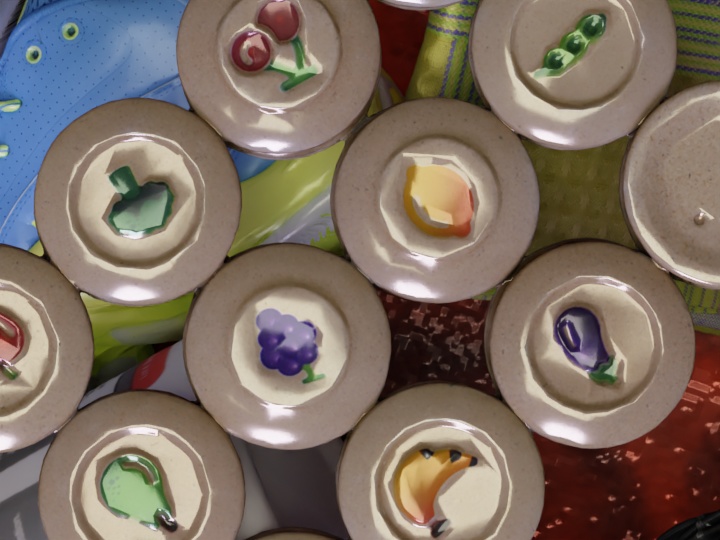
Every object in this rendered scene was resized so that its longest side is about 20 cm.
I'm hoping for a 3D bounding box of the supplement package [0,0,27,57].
[{"bbox_3d":[-0.139,-0.095,0.755,0.111,0.156,0.200,29,104,-1],"label":"supplement package"}]

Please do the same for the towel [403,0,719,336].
[{"bbox_3d":[0.084,-0.077,0.771,0.143,0.023,0.200,7,107,-26],"label":"towel"}]

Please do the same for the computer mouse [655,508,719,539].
[{"bbox_3d":[0.169,0.067,0.739,0.200,0.034,0.059,-3,119,11],"label":"computer mouse"}]

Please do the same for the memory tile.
[{"bbox_3d":[0.000,0.000,0.716,0.153,0.017,0.200,44,88,1],"label":"memory tile"}]

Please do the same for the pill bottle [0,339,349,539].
[{"bbox_3d":[-0.093,0.110,0.797,0.200,0.116,0.116,-29,98,13],"label":"pill bottle"}]

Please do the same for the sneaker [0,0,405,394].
[{"bbox_3d":[-0.081,-0.018,0.820,0.200,0.076,0.105,-29,79,12],"label":"sneaker"}]
